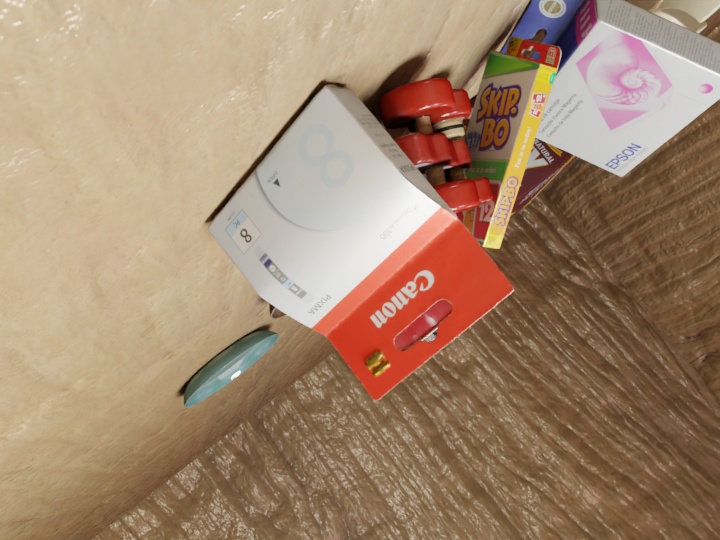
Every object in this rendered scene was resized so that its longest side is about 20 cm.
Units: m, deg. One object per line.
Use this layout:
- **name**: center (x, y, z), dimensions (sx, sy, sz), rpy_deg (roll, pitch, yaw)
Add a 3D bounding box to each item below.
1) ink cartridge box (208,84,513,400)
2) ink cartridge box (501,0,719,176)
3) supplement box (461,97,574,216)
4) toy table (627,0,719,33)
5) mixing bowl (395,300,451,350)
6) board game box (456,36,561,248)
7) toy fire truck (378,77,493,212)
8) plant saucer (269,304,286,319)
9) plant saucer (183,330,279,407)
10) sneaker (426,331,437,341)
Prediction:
- **ink cartridge box**: center (-0.007, -0.012, 0.495), dimensions (0.160, 0.201, 0.047), rpy_deg (-43, 172, 27)
- **ink cartridge box**: center (0.242, -0.192, 0.667), dimensions (0.197, 0.198, 0.044), rpy_deg (118, -6, -71)
- **supplement box**: center (0.153, -0.123, 0.861), dimensions (0.199, 0.133, 0.197), rpy_deg (-37, 172, -14)
- **toy table**: center (0.311, -0.291, 0.712), dimensions (0.183, 0.118, 0.200), rpy_deg (-35, 172, -24)
- **mixing bowl**: center (0.040, 0.019, 0.764), dimensions (0.200, 0.109, 0.200), rpy_deg (-39, -177, 3)
- **board game box**: center (0.141, -0.134, 0.660), dimensions (0.030, 0.096, 0.202), rpy_deg (7, 112, -24)
- **toy fire truck**: center (0.029, -0.097, 0.614), dimensions (0.166, 0.114, 0.200), rpy_deg (-14, -177, 21)
- **plant saucer**: center (-0.058, -0.005, 0.918), dimensions (0.200, 0.035, 0.200), rpy_deg (-40, 173, -6)
- **plant saucer**: center (-0.228, 0.165, 1.114), dimensions (0.199, 0.027, 0.200), rpy_deg (-39, 172, -7)
- **sneaker**: center (0.126, 0.015, 1.035), dimensions (0.093, 0.070, 0.202), rpy_deg (8, -102, 61)
